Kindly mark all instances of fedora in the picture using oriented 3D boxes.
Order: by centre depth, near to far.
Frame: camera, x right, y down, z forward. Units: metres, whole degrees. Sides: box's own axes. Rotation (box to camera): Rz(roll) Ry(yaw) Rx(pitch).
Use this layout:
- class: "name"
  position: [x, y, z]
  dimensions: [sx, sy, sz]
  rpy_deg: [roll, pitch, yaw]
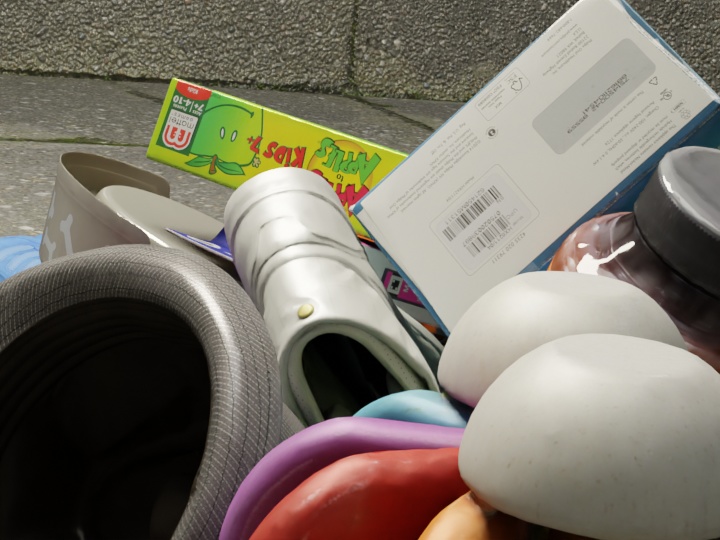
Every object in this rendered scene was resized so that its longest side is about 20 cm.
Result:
- class: "fedora"
  position: [-0.089, 0.084, 0.622]
  dimensions: [0.200, 0.177, 0.090]
  rpy_deg: [-6, -29, 39]

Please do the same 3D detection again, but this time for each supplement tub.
- class: "supplement tub"
  position: [0.102, 0.053, 0.628]
  dimensions: [0.107, 0.200, 0.107]
  rpy_deg: [18, 33, -12]

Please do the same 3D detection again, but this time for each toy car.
- class: "toy car"
  position: [0.031, 0.096, 0.493]
  dimensions: [0.149, 0.176, 0.200]
  rpy_deg: [3, 12, -1]

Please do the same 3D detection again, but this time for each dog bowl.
- class: "dog bowl"
  position: [-0.093, 0.004, 0.937]
  dimensions: [0.200, 0.059, 0.200]
  rpy_deg: [28, 10, -5]

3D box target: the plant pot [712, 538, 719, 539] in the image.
- class: "plant pot"
  position: [0.233, 0.071, 0.723]
  dimensions: [0.183, 0.201, 0.200]
  rpy_deg: [-6, 12, -2]

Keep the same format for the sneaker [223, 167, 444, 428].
- class: "sneaker"
  position: [0.006, 0.061, 0.702]
  dimensions: [0.074, 0.200, 0.116]
  rpy_deg: [-28, 41, 7]

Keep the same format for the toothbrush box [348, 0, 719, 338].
- class: "toothbrush box"
  position: [0.109, -0.017, 0.746]
  dimensions: [0.085, 0.146, 0.200]
  rpy_deg: [53, 9, 28]

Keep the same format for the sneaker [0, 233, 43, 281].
- class: "sneaker"
  position: [-0.211, 0.026, 0.985]
  dimensions: [0.111, 0.077, 0.200]
  rpy_deg: [-4, 21, -6]

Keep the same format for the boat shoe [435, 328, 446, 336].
- class: "boat shoe"
  position: [0.127, 0.022, 1.017]
  dimensions: [0.070, 0.066, 0.200]
  rpy_deg: [17, 40, 41]

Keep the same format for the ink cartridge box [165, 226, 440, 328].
- class: "ink cartridge box"
  position: [0.000, 0.000, 0.889]
  dimensions: [0.200, 0.037, 0.095]
  rpy_deg: [15, 6, -43]

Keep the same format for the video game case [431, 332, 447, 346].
- class: "video game case"
  position: [0.063, 0.084, 0.847]
  dimensions: [0.200, 0.018, 0.143]
  rpy_deg: [13, 32, 28]

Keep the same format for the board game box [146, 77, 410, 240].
- class: "board game box"
  position: [-0.004, -0.045, 0.884]
  dimensions: [0.200, 0.048, 0.102]
  rpy_deg: [20, 2, 23]

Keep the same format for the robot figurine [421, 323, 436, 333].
- class: "robot figurine"
  position: [0.053, 0.006, 1.082]
  dimensions: [0.144, 0.117, 0.200]
  rpy_deg: [-5, 2, 43]
